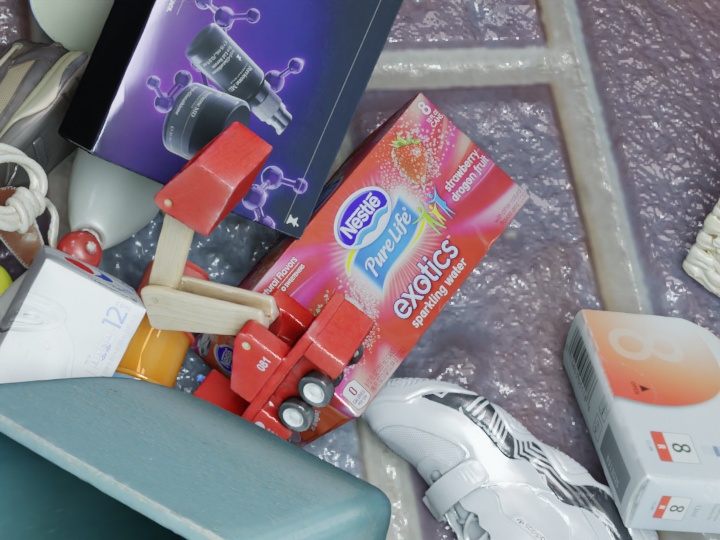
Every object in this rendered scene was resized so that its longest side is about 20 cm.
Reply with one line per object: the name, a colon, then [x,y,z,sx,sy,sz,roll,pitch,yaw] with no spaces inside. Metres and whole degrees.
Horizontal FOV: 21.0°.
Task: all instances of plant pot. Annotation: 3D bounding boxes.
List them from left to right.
plant pot: [-0.091,0.165,0.997,0.196,0.197,0.200,24,21,31]

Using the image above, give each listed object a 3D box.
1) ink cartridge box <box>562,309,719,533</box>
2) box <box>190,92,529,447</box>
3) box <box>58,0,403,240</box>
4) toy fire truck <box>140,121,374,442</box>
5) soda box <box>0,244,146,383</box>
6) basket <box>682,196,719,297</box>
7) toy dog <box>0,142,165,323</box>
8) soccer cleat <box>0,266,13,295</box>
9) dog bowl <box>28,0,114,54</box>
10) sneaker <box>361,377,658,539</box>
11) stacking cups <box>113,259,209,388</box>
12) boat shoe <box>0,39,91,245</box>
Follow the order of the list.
ink cartridge box: [0.239,0.095,1.197,0.199,0.050,0.162,2,35,-13]
box: [0.000,0.000,1.198,0.100,0.095,0.200,43,61,-6]
box: [-0.065,-0.139,1.121,0.141,0.079,0.200,22,93,-28]
toy fire truck: [-0.072,0.028,1.082,0.141,0.200,0.049,38,41,0]
soda box: [-0.193,0.089,1.071,0.063,0.068,0.200,28,92,-14]
basket: [0.328,-0.016,1.270,0.200,0.123,0.136,38,55,9]
toy dog: [-0.175,-0.032,1.187,0.200,0.096,0.132,-34,104,-43]
soccer cleat: [-0.254,0.069,1.121,0.065,0.084,0.200,27,60,3]
dog bowl: [-0.115,-0.209,1.235,0.199,0.200,0.079,-2,64,-13]
sneaker: [0.072,0.151,1.154,0.200,0.075,0.115,32,57,2]
stacking cups: [-0.135,0.087,1.135,0.060,0.061,0.200,23,69,0]
boat shoe: [-0.241,-0.069,1.215,0.073,0.075,0.200,25,55,20]
